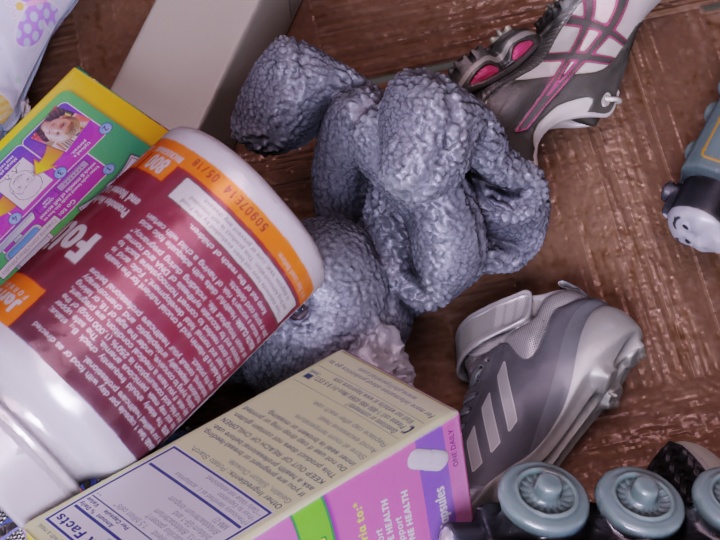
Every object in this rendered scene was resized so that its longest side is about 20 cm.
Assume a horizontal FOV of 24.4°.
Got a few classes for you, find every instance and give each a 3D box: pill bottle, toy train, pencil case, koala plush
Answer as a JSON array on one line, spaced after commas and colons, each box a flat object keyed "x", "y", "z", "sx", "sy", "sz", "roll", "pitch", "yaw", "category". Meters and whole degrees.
[{"x": -0.124, "y": 0.032, "z": 0.842, "sx": 0.114, "sy": 0.114, "sz": 0.200, "roll": 40, "pitch": 74, "yaw": 19, "category": "pill bottle"}, {"x": 0.138, "y": 0.157, "z": 0.812, "sx": 0.200, "sy": 0.085, "sz": 0.114, "roll": 3, "pitch": 40, "yaw": -16, "category": "toy train"}, {"x": 0.266, "y": -0.084, "z": 1.020, "sx": 0.114, "sy": 0.085, "sz": 0.200, "roll": 21, "pitch": 70, "yaw": 26, "category": "toy train"}, {"x": -0.229, "y": -0.181, "z": 1.105, "sx": 0.091, "sy": 0.083, "sz": 0.200, "roll": 18, "pitch": 67, "yaw": 14, "category": "pencil case"}, {"x": 0.000, "y": 0.000, "z": 0.969, "sx": 0.177, "sy": 0.184, "sz": 0.200, "roll": 20, "pitch": 77, "yaw": 47, "category": "koala plush"}]

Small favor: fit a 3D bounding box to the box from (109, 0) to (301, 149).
[{"x": -0.094, "y": -0.156, "z": 1.085, "sx": 0.068, "sy": 0.082, "sz": 0.200, "roll": 19, "pitch": 67, "yaw": 12, "category": "box"}]

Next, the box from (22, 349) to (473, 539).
[{"x": -0.043, "y": 0.169, "z": 0.836, "sx": 0.200, "sy": 0.176, "sz": 0.097, "roll": -27, "pitch": 33, "yaw": -30, "category": "box"}]

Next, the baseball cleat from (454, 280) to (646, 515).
[{"x": 0.078, "y": 0.090, "z": 0.975, "sx": 0.106, "sy": 0.070, "sz": 0.200, "roll": 32, "pitch": 66, "yaw": 32, "category": "baseball cleat"}]

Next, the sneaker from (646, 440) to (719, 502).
[{"x": 0.230, "y": 0.178, "z": 0.921, "sx": 0.093, "sy": 0.070, "sz": 0.200, "roll": 12, "pitch": 31, "yaw": -37, "category": "sneaker"}]

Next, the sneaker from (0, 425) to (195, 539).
[{"x": -0.163, "y": 0.140, "z": 0.967, "sx": 0.200, "sy": 0.075, "sz": 0.079, "roll": -16, "pitch": 80, "yaw": 1, "category": "sneaker"}]

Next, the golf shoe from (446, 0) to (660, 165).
[{"x": 0.145, "y": -0.140, "z": 1.075, "sx": 0.200, "sy": 0.077, "sz": 0.088, "roll": -37, "pitch": 88, "yaw": -10, "category": "golf shoe"}]

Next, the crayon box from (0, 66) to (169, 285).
[{"x": -0.182, "y": -0.009, "z": 0.942, "sx": 0.119, "sy": 0.058, "sz": 0.200, "roll": 35, "pitch": 75, "yaw": 33, "category": "crayon box"}]
